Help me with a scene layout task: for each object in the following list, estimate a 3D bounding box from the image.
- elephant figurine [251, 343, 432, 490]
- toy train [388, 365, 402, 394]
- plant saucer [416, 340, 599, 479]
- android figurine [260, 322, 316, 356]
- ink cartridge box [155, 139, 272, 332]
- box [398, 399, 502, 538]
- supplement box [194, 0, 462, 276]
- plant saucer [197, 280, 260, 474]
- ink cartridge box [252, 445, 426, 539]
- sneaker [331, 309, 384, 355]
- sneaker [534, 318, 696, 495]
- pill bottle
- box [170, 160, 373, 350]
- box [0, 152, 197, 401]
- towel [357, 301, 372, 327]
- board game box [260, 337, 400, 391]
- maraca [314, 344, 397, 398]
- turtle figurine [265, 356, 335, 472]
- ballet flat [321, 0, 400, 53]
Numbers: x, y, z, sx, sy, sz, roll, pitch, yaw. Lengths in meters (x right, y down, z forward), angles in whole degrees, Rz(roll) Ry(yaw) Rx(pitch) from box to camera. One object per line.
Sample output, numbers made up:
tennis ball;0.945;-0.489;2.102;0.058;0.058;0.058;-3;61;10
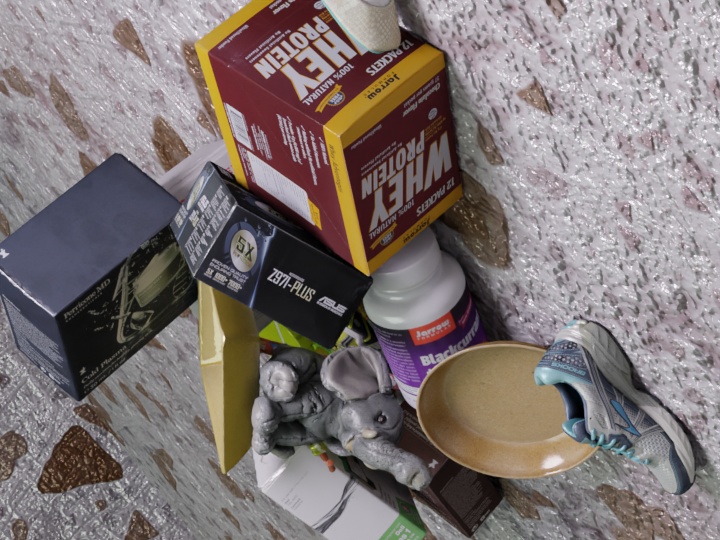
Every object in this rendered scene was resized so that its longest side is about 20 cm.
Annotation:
elephant figurine;-0.012;0.156;1.650;0.200;0.155;0.142;6;169;5
toy train;0.037;0.097;1.833;0.200;0.042;0.056;44;140;2
plant saucer;0.159;0.137;1.563;0.200;0.035;0.200;6;132;6
android figurine;-0.105;0.087;2.089;0.200;0.041;0.182;30;151;41
ink cartridge box;-0.162;-0.042;1.838;0.200;0.147;0.145;57;155;-16
box;0.097;0.248;1.869;0.100;0.075;0.200;35;170;32
supplement box;-0.026;-0.141;1.436;0.200;0.133;0.197;35;154;32
plant saucer;-0.148;0.092;1.702;0.200;0.048;0.200;-111;20;-52
ink cartridge box;-0.028;0.269;1.858;0.200;0.084;0.146;39;-173;-17
sneaker;-0.012;0.070;1.719;0.200;0.076;0.076;32;-145;-49
sneaker;0.242;0.148;1.462;0.200;0.086;0.078;50;159;-3
pill bottle;0.068;0.048;1.597;0.111;0.111;0.200;26;149;45
box;-0.095;-0.020;1.541;0.164;0.086;0.200;29;-172;-19
box;-0.302;0.009;1.725;0.124;0.200;0.197;37;154;22
towel;0.000;0.000;1.697;0.018;0.086;0.200;-35;96;36
board game box;-0.027;0.113;1.780;0.200;0.019;0.103;15;175;13
maraca;-0.018;0.136;1.912;0.137;0.107;0.200;31;151;54
turtle figurine;-0.051;0.165;1.780;0.161;0.064;0.200;36;-166;7
ballet flat;-0.020;-0.277;1.301;0.062;0.067;0.200;-28;105;46
